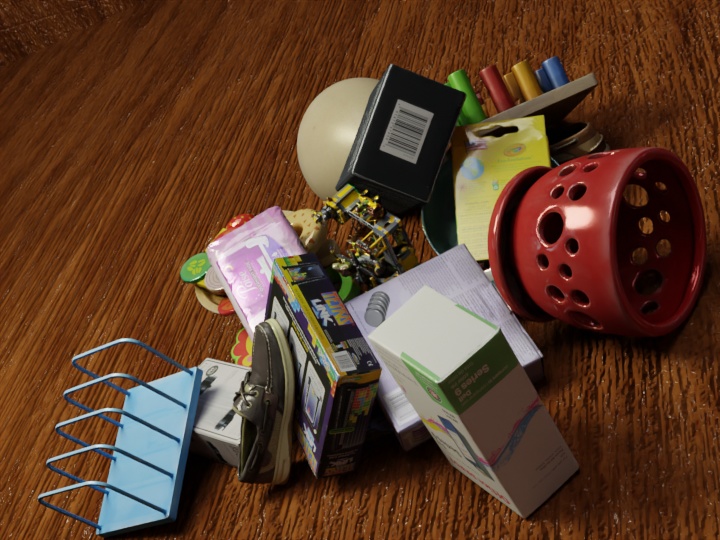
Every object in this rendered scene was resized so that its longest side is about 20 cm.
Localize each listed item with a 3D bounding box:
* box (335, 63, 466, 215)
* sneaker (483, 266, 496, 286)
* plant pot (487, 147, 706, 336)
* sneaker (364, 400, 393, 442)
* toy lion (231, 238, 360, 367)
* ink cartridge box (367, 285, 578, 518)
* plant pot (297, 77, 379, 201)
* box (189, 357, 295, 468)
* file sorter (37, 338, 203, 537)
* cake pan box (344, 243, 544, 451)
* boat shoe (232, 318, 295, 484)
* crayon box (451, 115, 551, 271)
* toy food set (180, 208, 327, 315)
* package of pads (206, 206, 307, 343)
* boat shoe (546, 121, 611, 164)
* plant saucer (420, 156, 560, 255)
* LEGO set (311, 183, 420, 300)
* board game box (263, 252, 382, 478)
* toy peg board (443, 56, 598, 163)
[{"bbox_3d":[0.049,-0.164,1.619,0.200,0.106,0.149,166,124,-83],"label":"box"},{"bbox_3d":[0.156,0.046,1.494,0.198,0.070,0.094,-12,62,10],"label":"sneaker"},{"bbox_3d":[0.256,-0.031,1.361,0.182,0.201,0.201,1,41,47],"label":"plant pot"},{"bbox_3d":[0.012,0.128,1.471,0.075,0.079,0.200,-23,29,16],"label":"sneaker"},{"bbox_3d":[-0.087,0.067,1.693,0.199,0.069,0.192,-30,35,2],"label":"toy lion"},{"bbox_3d":[0.114,0.131,1.242,0.087,0.200,0.145,-41,31,-11],"label":"ink cartridge box"},{"bbox_3d":[0.021,-0.180,1.793,0.200,0.201,0.134,-37,16,-11],"label":"plant pot"},{"bbox_3d":[-0.161,0.182,1.572,0.199,0.060,0.117,5,45,48],"label":"box"},{"bbox_3d":[-0.299,0.204,1.525,0.138,0.122,0.201,-20,50,37],"label":"file sorter"},{"bbox_3d":[0.087,0.085,1.406,0.183,0.052,0.200,-29,53,-6],"label":"cake pan box"},{"bbox_3d":[-0.114,0.156,1.424,0.064,0.202,0.073,-6,14,-22],"label":"boat shoe"},{"bbox_3d":[0.182,-0.093,1.557,0.126,0.051,0.201,-5,63,8],"label":"crayon box"},{"bbox_3d":[-0.149,-0.015,1.731,0.199,0.049,0.198,16,59,41],"label":"toy food set"},{"bbox_3d":[-0.109,0.025,1.603,0.120,0.076,0.200,-31,55,-2],"label":"package of pads"},{"bbox_3d":[0.249,-0.170,1.716,0.199,0.074,0.076,-6,37,38],"label":"boat shoe"},{"bbox_3d":[0.178,-0.072,1.596,0.198,0.036,0.201,-5,63,9],"label":"plant saucer"},{"bbox_3d":[0.000,0.000,1.588,0.116,0.200,0.154,-41,53,-16],"label":"LEGO set"},{"bbox_3d":[-0.051,0.107,1.416,0.056,0.166,0.200,-9,44,-23],"label":"board game box"},{"bbox_3d":[0.199,-0.238,1.723,0.198,0.098,0.200,-25,-4,-8],"label":"toy peg board"}]
